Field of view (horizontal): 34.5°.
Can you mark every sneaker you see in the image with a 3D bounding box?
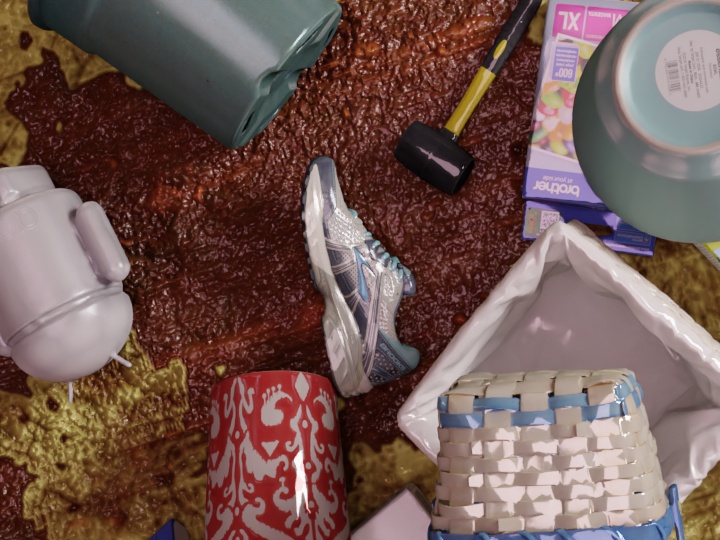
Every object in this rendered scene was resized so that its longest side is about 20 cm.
[{"bbox_3d":[0.000,0.000,0.986,0.085,0.078,0.204,-12,95,-2],"label":"sneaker"}]

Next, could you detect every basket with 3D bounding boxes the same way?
[{"bbox_3d":[0.167,0.094,0.891,0.198,0.161,0.201,41,104,8],"label":"basket"},{"bbox_3d":[0.129,0.167,0.754,0.173,0.139,0.204,-3,87,18],"label":"basket"}]

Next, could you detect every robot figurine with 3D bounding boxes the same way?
[{"bbox_3d":[-0.271,0.010,1.007,0.168,0.112,0.202,-32,84,29],"label":"robot figurine"}]

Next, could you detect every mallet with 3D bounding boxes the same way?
[{"bbox_3d":[0.095,-0.166,0.979,0.065,0.041,0.203,25,90,12],"label":"mallet"}]

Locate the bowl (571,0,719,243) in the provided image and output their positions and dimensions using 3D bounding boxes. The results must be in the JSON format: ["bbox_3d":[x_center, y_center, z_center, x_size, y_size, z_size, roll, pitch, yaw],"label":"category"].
[{"bbox_3d":[0.247,-0.128,0.856,0.197,0.105,0.205,-3,81,19],"label":"bowl"}]

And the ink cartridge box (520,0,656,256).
[{"bbox_3d":[0.199,-0.119,0.956,0.117,0.042,0.204,8,93,11],"label":"ink cartridge box"}]

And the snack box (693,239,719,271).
[{"bbox_3d":[0.368,-0.034,0.909,0.168,0.068,0.200,-43,82,8],"label":"snack box"}]

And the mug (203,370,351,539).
[{"bbox_3d":[-0.086,0.199,0.951,0.175,0.133,0.204,-16,66,31],"label":"mug"}]

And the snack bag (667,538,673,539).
[{"bbox_3d":[0.264,0.321,0.954,0.196,0.021,0.192,11,92,10],"label":"snack bag"}]

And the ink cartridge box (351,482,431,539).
[{"bbox_3d":[0.038,0.316,0.985,0.176,0.045,0.201,-40,83,7],"label":"ink cartridge box"}]

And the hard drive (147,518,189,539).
[{"bbox_3d":[-0.222,0.321,0.997,0.199,0.132,0.025,-42,118,9],"label":"hard drive"}]

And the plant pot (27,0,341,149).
[{"bbox_3d":[-0.132,-0.218,0.949,0.195,0.200,0.201,39,97,1],"label":"plant pot"}]
